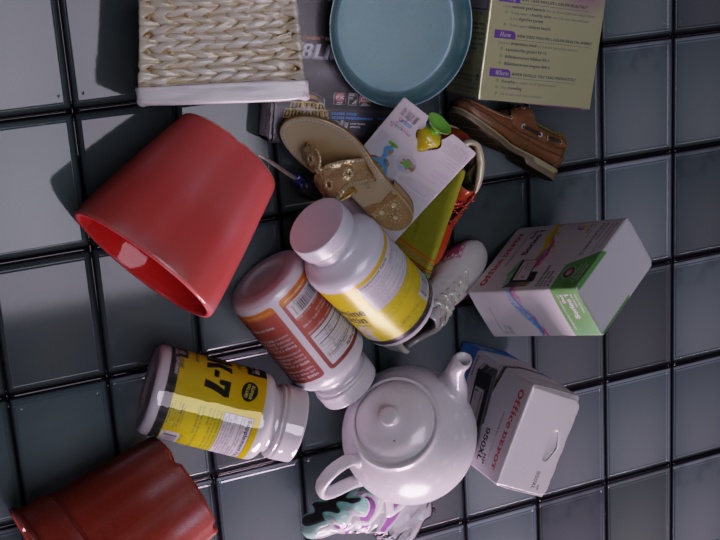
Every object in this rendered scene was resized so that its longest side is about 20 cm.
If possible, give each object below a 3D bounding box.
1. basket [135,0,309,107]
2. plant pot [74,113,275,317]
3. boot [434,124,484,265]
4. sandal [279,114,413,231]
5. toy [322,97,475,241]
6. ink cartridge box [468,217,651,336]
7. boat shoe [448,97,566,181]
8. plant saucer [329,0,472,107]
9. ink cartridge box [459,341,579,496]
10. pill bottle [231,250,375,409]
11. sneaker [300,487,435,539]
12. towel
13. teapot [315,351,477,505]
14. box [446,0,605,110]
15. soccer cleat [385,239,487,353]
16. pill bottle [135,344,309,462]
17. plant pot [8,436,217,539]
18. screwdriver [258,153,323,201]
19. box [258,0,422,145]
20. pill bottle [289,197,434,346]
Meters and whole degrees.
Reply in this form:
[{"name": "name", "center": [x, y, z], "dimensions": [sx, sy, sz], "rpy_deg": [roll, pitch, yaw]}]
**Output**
[{"name": "basket", "center": [-0.161, -0.255, 1.431], "dimensions": [0.197, 0.136, 0.125], "rpy_deg": [-2, 98, -5]}, {"name": "plant pot", "center": [-0.206, -0.073, 1.457], "dimensions": [0.200, 0.200, 0.178], "rpy_deg": [44, 73, -26]}, {"name": "boot", "center": [0.108, -0.089, 1.631], "dimensions": [0.074, 0.107, 0.202], "rpy_deg": [6, 103, -27]}, {"name": "sandal", "center": [-0.014, -0.107, 1.521], "dimensions": [0.211, 0.070, 0.077], "rpy_deg": [38, 124, -25]}, {"name": "toy", "center": [0.048, -0.128, 1.580], "dimensions": [0.115, 0.047, 0.200], "rpy_deg": [35, 130, -11]}, {"name": "ink cartridge box", "center": [0.265, 0.011, 1.654], "dimensions": [0.145, 0.199, 0.084], "rpy_deg": [-49, 116, -30]}, {"name": "boat shoe", "center": [0.200, -0.194, 1.670], "dimensions": [0.199, 0.072, 0.069], "rpy_deg": [27, 88, -37]}, {"name": "plant saucer", "center": [0.048, -0.306, 1.540], "dimensions": [0.198, 0.027, 0.203], "rpy_deg": [-7, 107, -24]}, {"name": "ink cartridge box", "center": [0.194, 0.199, 1.689], "dimensions": [0.083, 0.200, 0.146], "rpy_deg": [17, 96, -27]}, {"name": "pill bottle", "center": [-0.068, 0.081, 1.592], "dimensions": [0.112, 0.112, 0.201], "rpy_deg": [-41, 116, -9]}, {"name": "sneaker", "center": [0.022, 0.359, 1.722], "dimensions": [0.198, 0.078, 0.141], "rpy_deg": [-25, 111, -16]}, {"name": "towel", "center": [0.079, -0.056, 1.615], "dimensions": [0.018, 0.086, 0.202], "rpy_deg": [-5, 121, -45]}, {"name": "teapot", "center": [0.052, 0.211, 1.621], "dimensions": [0.146, 0.195, 0.202], "rpy_deg": [45, 51, -64]}, {"name": "box", "center": [0.220, -0.323, 1.625], "dimensions": [0.174, 0.097, 0.203], "rpy_deg": [1, 104, -24]}, {"name": "soccer cleat", "center": [0.109, 0.041, 1.674], "dimensions": [0.200, 0.086, 0.070], "rpy_deg": [-43, 116, -9]}, {"name": "pill bottle", "center": [-0.173, 0.172, 1.550], "dimensions": [0.198, 0.114, 0.116], "rpy_deg": [16, 97, -16]}, {"name": "plant pot", "center": [-0.294, 0.320, 1.519], "dimensions": [0.194, 0.200, 0.202], "rpy_deg": [-34, 114, -22]}, {"name": "screwdriver", "center": [-0.086, -0.121, 1.514], "dimensions": [0.200, 0.028, 0.029], "rpy_deg": [41, 58, -68]}, {"name": "box", "center": [-0.025, -0.260, 1.560], "dimensions": [0.198, 0.050, 0.201], "rpy_deg": [0, 104, -25]}, {"name": "pill bottle", "center": [0.000, 0.000, 1.534], "dimensions": [0.112, 0.112, 0.200], "rpy_deg": [-49, 130, -5]}]
